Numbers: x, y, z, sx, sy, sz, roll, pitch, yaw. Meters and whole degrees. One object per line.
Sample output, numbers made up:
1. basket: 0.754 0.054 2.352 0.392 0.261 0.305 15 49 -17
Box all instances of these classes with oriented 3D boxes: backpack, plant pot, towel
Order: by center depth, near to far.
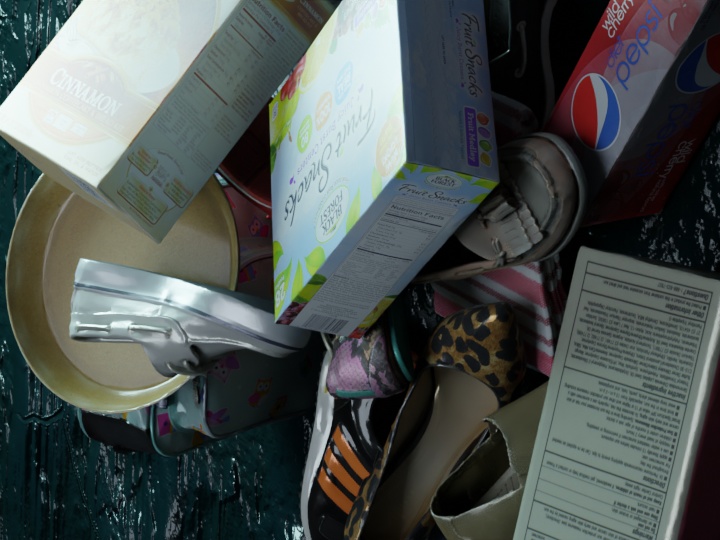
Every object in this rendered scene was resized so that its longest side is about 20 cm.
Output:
1. towel: 0.081 -0.036 1.552 0.146 0.030 0.201 30 138 51
2. plant pot: -0.163 0.001 1.696 0.199 0.027 0.202 -5 81 29
3. backpack: -0.117 0.026 1.782 0.152 0.175 0.202 2 99 39

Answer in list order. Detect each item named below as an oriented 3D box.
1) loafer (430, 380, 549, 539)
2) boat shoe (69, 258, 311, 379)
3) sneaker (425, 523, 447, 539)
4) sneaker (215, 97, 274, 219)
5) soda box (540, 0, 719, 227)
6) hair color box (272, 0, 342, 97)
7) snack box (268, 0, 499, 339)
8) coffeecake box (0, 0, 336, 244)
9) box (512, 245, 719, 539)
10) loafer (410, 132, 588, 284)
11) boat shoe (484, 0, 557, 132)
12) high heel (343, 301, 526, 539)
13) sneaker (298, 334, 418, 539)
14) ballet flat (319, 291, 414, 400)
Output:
1. loafer: 0.117 0.105 1.483 0.201 0.067 0.076 -54 32 14
2. boat shoe: -0.118 0.040 1.608 0.199 0.072 0.066 13 90 32
3. sneaker: 0.090 0.174 1.587 0.147 0.080 0.201 55 145 27
4. sneaker: -0.053 -0.038 1.702 0.200 0.078 0.116 42 148 9
5. soda box: 0.173 -0.117 1.399 0.064 0.070 0.201 57 140 29
6. hair color box: -0.059 -0.148 1.748 0.200 0.060 0.101 -21 82 56
7. snack box: 0.010 -0.079 1.479 0.200 0.067 0.170 129 144 -53
8. coffeecake box: -0.136 -0.138 1.645 0.201 0.073 0.153 -53 41 -8
9. box: 0.179 0.099 1.364 0.127 0.108 0.202 16 95 52
10. loafer: 0.072 -0.026 1.466 0.072 0.063 0.200 64 156 3
11. boat shoe: 0.087 -0.145 1.528 0.074 0.060 0.201 37 128 40
12. high heel: 0.047 0.114 1.546 0.071 0.143 0.200 27 143 1
13. sneaker: 0.010 0.142 1.710 0.090 0.069 0.202 28 119 54
14. ballet flat: 0.000 0.000 1.592 0.069 0.071 0.201 63 -157 -48
